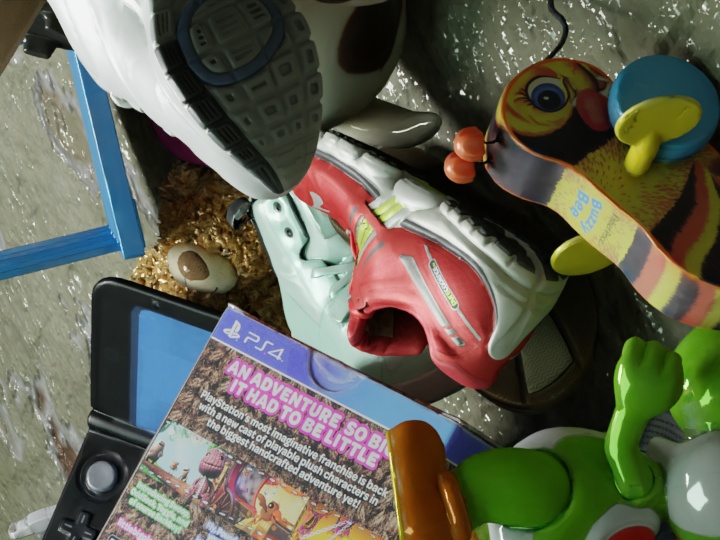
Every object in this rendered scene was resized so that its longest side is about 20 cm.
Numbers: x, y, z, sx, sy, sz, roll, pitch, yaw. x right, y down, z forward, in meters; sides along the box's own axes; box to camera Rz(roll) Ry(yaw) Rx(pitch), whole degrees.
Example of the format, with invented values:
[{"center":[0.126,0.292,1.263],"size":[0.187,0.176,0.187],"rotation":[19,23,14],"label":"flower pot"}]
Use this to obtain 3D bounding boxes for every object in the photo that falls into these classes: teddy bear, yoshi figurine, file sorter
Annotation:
[{"center":[-0.083,0.028,1.588],"size":[0.145,0.067,0.200],"rotation":[53,153,18],"label":"teddy bear"},{"center":[0.111,0.073,1.160],"size":[0.112,0.199,0.112],"rotation":[-93,-6,-69],"label":"yoshi figurine"},{"center":[-0.202,-0.068,1.572],"size":[0.200,0.122,0.139],"rotation":[-153,49,-81],"label":"file sorter"}]

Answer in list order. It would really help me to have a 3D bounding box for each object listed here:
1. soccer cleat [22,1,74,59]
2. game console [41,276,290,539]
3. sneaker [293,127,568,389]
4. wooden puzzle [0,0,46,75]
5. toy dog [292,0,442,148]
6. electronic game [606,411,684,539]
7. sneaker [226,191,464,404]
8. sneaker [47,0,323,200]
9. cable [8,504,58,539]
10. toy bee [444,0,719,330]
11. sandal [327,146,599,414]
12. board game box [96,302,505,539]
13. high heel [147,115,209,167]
[{"center":[-0.111,-0.137,1.437],"size":[0.070,0.199,0.087],"rotation":[-23,47,56],"label":"soccer cleat"},{"center":[-0.083,0.126,1.535],"size":[0.199,0.177,0.116],"rotation":[18,165,15],"label":"game console"},{"center":[0.013,-0.005,1.255],"size":[0.085,0.077,0.200],"rotation":[-60,35,5],"label":"sneaker"},{"center":[-0.161,-0.210,1.274],"size":[0.046,0.186,0.201],"rotation":[15,126,3],"label":"wooden puzzle"},{"center":[-0.028,-0.145,1.256],"size":[0.194,0.139,0.200],"rotation":[52,152,5],"label":"toy dog"},{"center":[0.165,0.156,1.263],"size":[0.200,0.041,0.201],"rotation":[51,151,43],"label":"electronic game"},{"center":[0.000,0.000,1.394],"size":[0.200,0.074,0.119],"rotation":[16,133,60],"label":"sneaker"},{"center":[-0.083,-0.102,1.199],"size":[0.200,0.074,0.087],"rotation":[53,147,28],"label":"sneaker"},{"center":[-0.094,0.205,1.613],"size":[0.200,0.199,0.069],"rotation":[61,172,26],"label":"cable"},{"center":[0.094,-0.044,1.147],"size":[0.200,0.108,0.131],"rotation":[42,148,38],"label":"toy bee"},{"center":[0.052,0.008,1.312],"size":[0.200,0.082,0.055],"rotation":[39,165,46],"label":"sandal"},{"center":[-0.032,0.144,1.284],"size":[0.159,0.201,0.097],"rotation":[26,174,39],"label":"board game box"},{"center":[-0.111,-0.150,1.486],"size":[0.096,0.067,0.201],"rotation":[40,158,47],"label":"high heel"}]
